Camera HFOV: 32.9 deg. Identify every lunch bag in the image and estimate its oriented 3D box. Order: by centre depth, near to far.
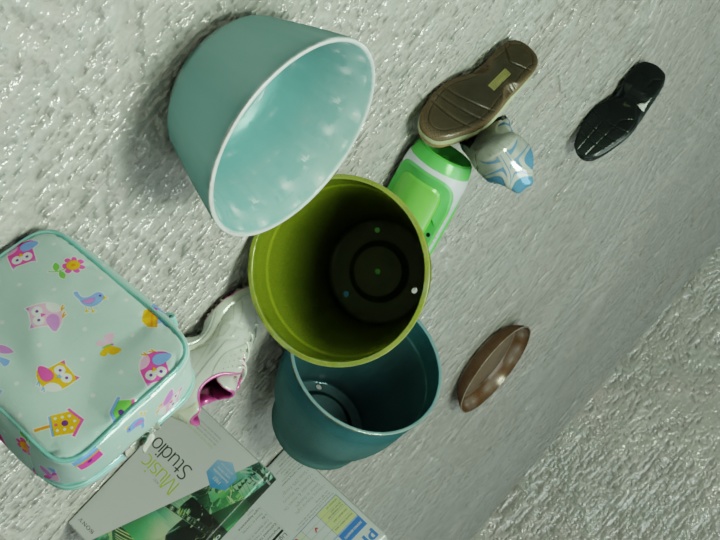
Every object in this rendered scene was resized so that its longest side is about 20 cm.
[{"bbox_3d":[-0.234,0.068,0.980,0.160,0.200,0.077,-41,158,-28],"label":"lunch bag"}]

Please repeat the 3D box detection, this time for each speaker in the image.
[{"bbox_3d":[0.058,-0.061,1.497,0.088,0.088,0.201,-10,134,-58],"label":"speaker"}]

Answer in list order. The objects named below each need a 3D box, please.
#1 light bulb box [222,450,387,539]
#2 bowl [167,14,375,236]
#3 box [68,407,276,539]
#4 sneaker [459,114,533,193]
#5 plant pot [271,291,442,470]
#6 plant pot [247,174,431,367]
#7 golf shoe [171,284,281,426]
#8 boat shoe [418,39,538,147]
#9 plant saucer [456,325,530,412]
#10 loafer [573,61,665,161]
[{"bbox_3d":[-0.092,0.400,1.752,0.198,0.200,0.125,-45,157,-15],"label":"light bulb box"},{"bbox_3d":[-0.091,-0.141,1.066,0.201,0.105,0.201,-41,155,-24],"label":"bowl"},{"bbox_3d":[-0.214,0.261,1.384,0.200,0.144,0.036,-47,153,-11],"label":"box"},{"bbox_3d":[0.165,-0.138,1.460,0.071,0.073,0.200,-27,-165,7],"label":"sneaker"},{"bbox_3d":[-0.023,0.155,1.551,0.200,0.200,0.188,-34,166,-36],"label":"plant pot"},{"bbox_3d":[0.000,0.000,1.370,0.201,0.200,0.193,-55,168,9],"label":"plant pot"},{"bbox_3d":[-0.147,0.092,1.329,0.200,0.091,0.076,-41,155,-28],"label":"golf shoe"},{"bbox_3d":[0.138,-0.199,1.476,0.200,0.072,0.076,-36,169,-29],"label":"boat shoe"},{"bbox_3d":[0.242,0.176,2.273,0.200,0.034,0.201,-41,155,-24],"label":"plant saucer"},{"bbox_3d":[0.408,-0.237,1.924,0.200,0.073,0.072,-44,161,-16],"label":"loafer"}]
